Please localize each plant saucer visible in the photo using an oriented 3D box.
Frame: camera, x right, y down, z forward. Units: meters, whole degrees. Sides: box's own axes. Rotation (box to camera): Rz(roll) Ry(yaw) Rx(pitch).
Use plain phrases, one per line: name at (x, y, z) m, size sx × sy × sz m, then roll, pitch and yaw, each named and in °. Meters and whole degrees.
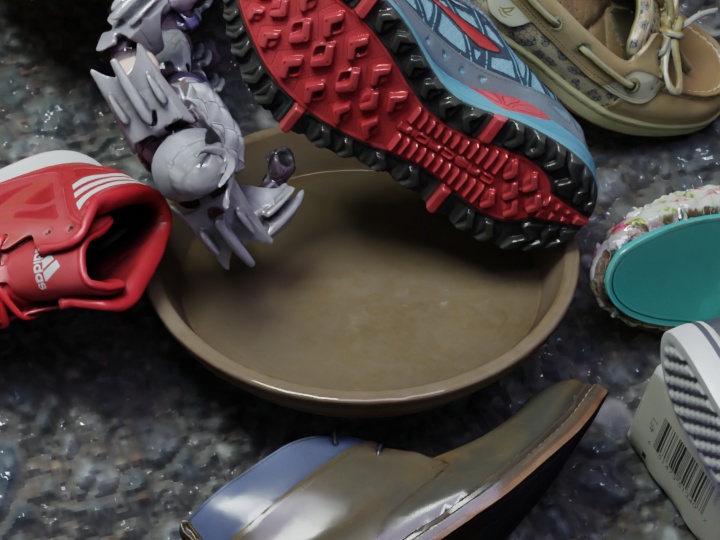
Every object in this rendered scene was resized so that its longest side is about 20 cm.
plant saucer at (0.000, 0.000, 1.301) m, size 0.199 × 0.030 × 0.201 m, roll 0°, pitch 40°, yaw 0°

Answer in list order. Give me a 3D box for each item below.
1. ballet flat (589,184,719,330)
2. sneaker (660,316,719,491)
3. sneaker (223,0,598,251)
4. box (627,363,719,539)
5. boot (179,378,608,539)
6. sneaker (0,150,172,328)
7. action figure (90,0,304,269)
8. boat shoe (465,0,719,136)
ballet flat at (0.191, -0.016, 1.357) m, size 0.199 × 0.076 × 0.064 m, roll -8°, pitch 27°, yaw -19°
sneaker at (0.198, 0.096, 1.184) m, size 0.079 × 0.079 × 0.201 m, roll -16°, pitch 60°, yaw -12°
sneaker at (0.019, -0.089, 1.288) m, size 0.200 × 0.079 × 0.096 m, roll 38°, pitch 27°, yaw -19°
box at (0.227, 0.051, 1.306) m, size 0.199 × 0.069 × 0.082 m, roll -25°, pitch 64°, yaw -23°
boot at (0.016, 0.090, 1.244) m, size 0.097 × 0.075 × 0.200 m, roll 42°, pitch 62°, yaw 15°
sneaker at (-0.172, 0.000, 1.241) m, size 0.200 × 0.115 × 0.079 m, roll -31°, pitch 107°, yaw -25°
action figure at (-0.078, -0.079, 1.279) m, size 0.069 × 0.131 × 0.200 m, roll -21°, pitch 27°, yaw -1°
boat shoe at (0.109, -0.121, 1.365) m, size 0.199 × 0.063 × 0.074 m, roll 18°, pitch 52°, yaw -33°
